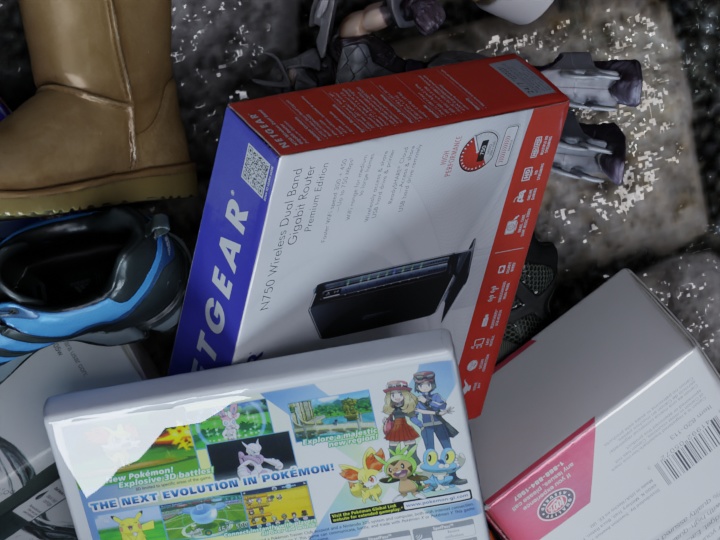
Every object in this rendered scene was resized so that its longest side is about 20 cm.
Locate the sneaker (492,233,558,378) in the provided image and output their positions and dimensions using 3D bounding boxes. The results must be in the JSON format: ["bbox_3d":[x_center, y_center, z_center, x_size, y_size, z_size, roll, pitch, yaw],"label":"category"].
[{"bbox_3d":[0.021,-0.015,1.593,0.199,0.076,0.115,15,102,-23],"label":"sneaker"}]

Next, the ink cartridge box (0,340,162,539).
[{"bbox_3d":[-0.189,0.106,1.533,0.200,0.083,0.147,-34,155,-2],"label":"ink cartridge box"}]

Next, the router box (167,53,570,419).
[{"bbox_3d":[0.000,0.000,1.471,0.179,0.049,0.201,-13,132,-35],"label":"router box"}]

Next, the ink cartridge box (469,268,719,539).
[{"bbox_3d":[0.147,0.119,1.636,0.146,0.083,0.200,-37,133,0],"label":"ink cartridge box"}]

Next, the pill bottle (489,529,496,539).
[{"bbox_3d":[0.047,0.203,1.619,0.109,0.110,0.200,-35,142,-1],"label":"pill bottle"}]

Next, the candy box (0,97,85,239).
[{"bbox_3d":[-0.261,-0.025,1.510,0.200,0.077,0.169,-36,115,-2],"label":"candy box"}]

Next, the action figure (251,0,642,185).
[{"bbox_3d":[0.043,-0.091,1.540,0.199,0.069,0.131,6,116,-2],"label":"action figure"}]

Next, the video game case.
[{"bbox_3d":[-0.039,0.121,1.457,0.199,0.022,0.183,-9,124,3],"label":"video game case"}]

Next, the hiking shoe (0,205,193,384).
[{"bbox_3d":[-0.182,0.014,1.442,0.199,0.075,0.087,-22,155,1],"label":"hiking shoe"}]

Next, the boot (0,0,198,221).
[{"bbox_3d":[-0.160,-0.127,1.458,0.175,0.066,0.201,-9,93,-47],"label":"boot"}]

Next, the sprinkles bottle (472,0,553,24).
[{"bbox_3d":[0.014,-0.195,1.531,0.199,0.068,0.068,22,101,-20],"label":"sprinkles bottle"}]
